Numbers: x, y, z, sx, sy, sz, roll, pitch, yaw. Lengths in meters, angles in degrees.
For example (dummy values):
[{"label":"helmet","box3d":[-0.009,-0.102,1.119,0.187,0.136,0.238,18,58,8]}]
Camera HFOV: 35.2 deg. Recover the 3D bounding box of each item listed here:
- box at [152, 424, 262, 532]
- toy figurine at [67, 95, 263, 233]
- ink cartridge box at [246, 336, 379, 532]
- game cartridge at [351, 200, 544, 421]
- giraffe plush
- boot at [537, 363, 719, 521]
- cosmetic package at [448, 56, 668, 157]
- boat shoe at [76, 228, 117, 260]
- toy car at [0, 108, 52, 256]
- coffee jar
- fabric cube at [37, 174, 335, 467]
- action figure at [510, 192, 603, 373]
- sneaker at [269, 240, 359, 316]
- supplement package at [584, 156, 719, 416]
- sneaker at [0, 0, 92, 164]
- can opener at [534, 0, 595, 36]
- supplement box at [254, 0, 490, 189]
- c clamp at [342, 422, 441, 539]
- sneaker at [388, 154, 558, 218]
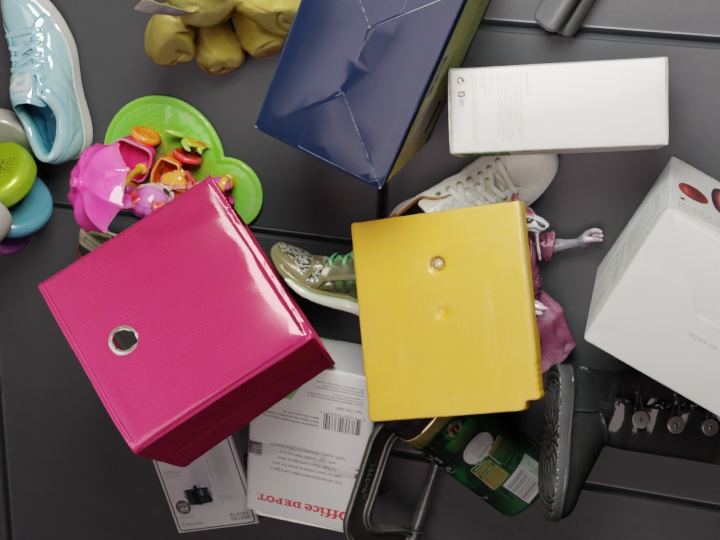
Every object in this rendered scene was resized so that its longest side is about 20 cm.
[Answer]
[{"label":"box","box3d":[-0.190,0.208,1.362,0.116,0.060,0.201,-12,105,20]},{"label":"toy figurine","box3d":[-0.223,-0.084,1.201,0.199,0.184,0.151,27,114,5]},{"label":"ink cartridge box","box3d":[-0.049,0.184,1.298,0.145,0.084,0.201,10,111,12]},{"label":"game cartridge","box3d":[0.084,0.042,1.109,0.175,0.032,0.201,-6,87,19]},{"label":"giraffe plush","box3d":[-0.159,-0.310,1.132,0.172,0.200,0.163,-19,74,25]},{"label":"boot","box3d":[0.290,0.182,1.164,0.199,0.066,0.166,5,95,-8]},{"label":"cosmetic package","box3d":[0.187,-0.154,1.079,0.199,0.108,0.085,0,94,11]},{"label":"boat shoe","box3d":[-0.236,-0.005,1.298,0.199,0.071,0.063,10,109,17]},{"label":"toy car","box3d":[-0.442,-0.075,1.299,0.199,0.176,0.150,-12,140,19]},{"label":"coffee jar","box3d":[0.105,0.172,1.206,0.200,0.104,0.085,39,92,-21]},{"label":"fabric cube","box3d":[-0.166,0.059,1.146,0.199,0.200,0.197,-32,76,-2]},{"label":"action figure","box3d":[0.162,0.013,1.181,0.148,0.134,0.201,11,118,41]},{"label":"sneaker","box3d":[0.000,0.000,1.231,0.199,0.077,0.089,24,110,-1]},{"label":"supplement package","box3d":[0.334,0.020,1.065,0.191,0.200,0.147,30,114,4]},{"label":"sneaker","box3d":[-0.355,-0.214,1.250,0.074,0.082,0.201,-14,104,19]},{"label":"can opener","box3d":[0.221,-0.323,1.069,0.067,0.053,0.200,47,120,32]},{"label":"supplement box","box3d":[0.023,-0.214,1.074,0.134,0.200,0.201,27,114,6]},{"label":"c clamp","box3d":[0.058,0.247,1.288,0.170,0.027,0.201,3,107,-32]},{"label":"sneaker","box3d":[0.112,-0.068,1.164,0.199,0.085,0.073,-29,97,21]}]
